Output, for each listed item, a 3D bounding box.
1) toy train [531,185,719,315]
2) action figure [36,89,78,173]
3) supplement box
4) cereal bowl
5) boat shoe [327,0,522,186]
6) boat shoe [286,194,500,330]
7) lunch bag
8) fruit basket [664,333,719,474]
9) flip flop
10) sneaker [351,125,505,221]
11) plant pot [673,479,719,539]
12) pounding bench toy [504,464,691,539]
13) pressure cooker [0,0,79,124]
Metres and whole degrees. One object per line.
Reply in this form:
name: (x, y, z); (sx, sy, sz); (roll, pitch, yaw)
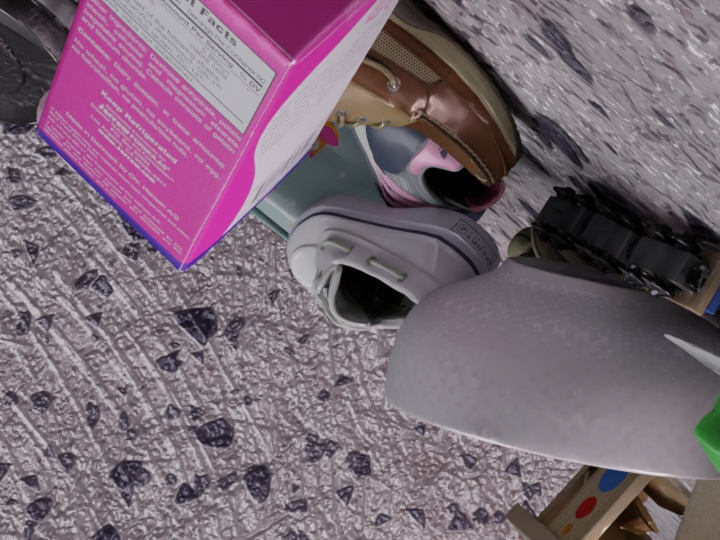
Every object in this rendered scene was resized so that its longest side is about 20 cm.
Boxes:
toy train: (0.136, -0.009, 0.973); (0.046, 0.034, 0.200); (32, -179, -17)
action figure: (-0.098, -0.142, 1.115); (0.134, 0.148, 0.201); (61, -164, -54)
supplement box: (-0.059, -0.102, 0.857); (0.103, 0.101, 0.200); (43, 149, 3)
cereal bowl: (0.114, 0.043, 1.010); (0.198, 0.084, 0.200); (11, -174, -1)
boat shoe: (-0.001, -0.109, 0.977); (0.200, 0.074, 0.076); (45, 177, -26)
boat shoe: (0.000, 0.000, 1.154); (0.074, 0.067, 0.200); (49, 156, -17)
lunch bag: (-0.016, -0.068, 1.340); (0.170, 0.122, 0.200); (38, -179, 2)
fruit basket: (0.239, 0.095, 0.807); (0.199, 0.094, 0.185); (25, -170, -39)
flip flop: (0.119, 0.009, 1.239); (0.081, 0.058, 0.200); (43, 177, -5)
sneaker: (0.052, -0.052, 1.139); (0.082, 0.070, 0.200); (43, 179, 24)
plant pot: (0.256, 0.226, 1.020); (0.199, 0.178, 0.200); (32, -178, -22)
pounding bench toy: (0.214, 0.166, 1.250); (0.124, 0.156, 0.200); (44, 177, -16)
pressure cooker: (-0.226, -0.224, 1.323); (0.177, 0.201, 0.176); (21, 153, 7)
